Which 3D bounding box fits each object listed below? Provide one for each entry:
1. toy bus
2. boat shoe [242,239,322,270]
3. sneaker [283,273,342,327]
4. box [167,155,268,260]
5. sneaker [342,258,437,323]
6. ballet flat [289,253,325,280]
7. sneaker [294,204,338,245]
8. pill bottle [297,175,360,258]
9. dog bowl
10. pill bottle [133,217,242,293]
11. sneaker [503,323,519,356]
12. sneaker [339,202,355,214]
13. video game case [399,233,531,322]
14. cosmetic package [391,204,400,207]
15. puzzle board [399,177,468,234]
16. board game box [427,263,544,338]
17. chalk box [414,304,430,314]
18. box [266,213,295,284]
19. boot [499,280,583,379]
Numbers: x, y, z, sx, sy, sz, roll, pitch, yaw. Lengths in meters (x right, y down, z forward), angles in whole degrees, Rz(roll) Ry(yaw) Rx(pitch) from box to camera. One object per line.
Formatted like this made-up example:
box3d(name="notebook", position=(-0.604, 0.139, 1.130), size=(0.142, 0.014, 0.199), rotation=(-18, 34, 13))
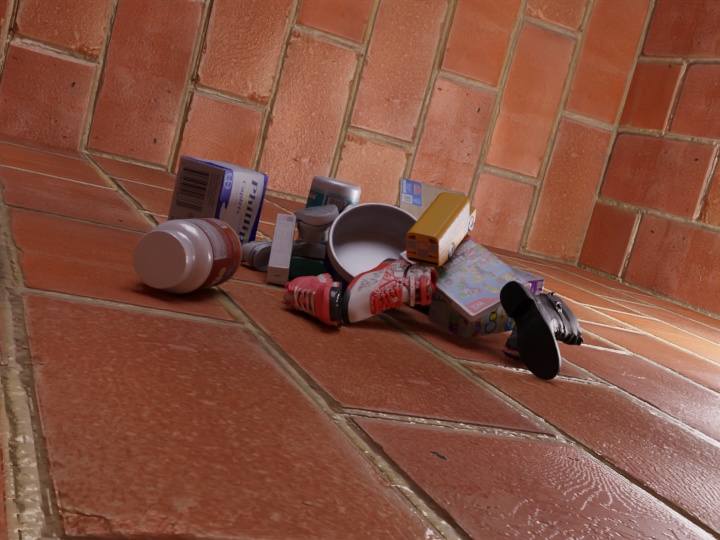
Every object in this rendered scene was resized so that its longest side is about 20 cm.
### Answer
box3d(name="toy bus", position=(0.147, -0.079, 1.647), size=(0.065, 0.079, 0.200), rotation=(11, 35, 23))
box3d(name="boat shoe", position=(-0.163, -0.033, 1.869), size=(0.070, 0.071, 0.200), rotation=(24, 18, 38))
box3d(name="sneaker", position=(-0.079, 0.050, 1.478), size=(0.086, 0.074, 0.200), rotation=(-1, 7, -11))
box3d(name="box", position=(-0.281, -0.118, 1.794), size=(0.105, 0.185, 0.200), rotation=(16, 8, 17))
box3d(name="sneaker", position=(0.055, 0.036, 1.540), size=(0.108, 0.067, 0.201), rotation=(11, 26, 27))
box3d(name="ballet flat", position=(-0.054, 0.007, 1.793), size=(0.199, 0.068, 0.068), rotation=(16, -1, 7))
box3d(name="sneaker", position=(-0.082, -0.088, 1.804), size=(0.073, 0.071, 0.200), rotation=(-16, 8, -11))
box3d(name="pill bottle", position=(-0.075, -0.100, 2.009), size=(0.110, 0.201, 0.111), rotation=(16, 8, -2))
box3d(name="dog bowl", position=(0.033, -0.027, 1.721), size=(0.199, 0.079, 0.201), rotation=(6, 53, -8))
box3d(name="pill bottle", position=(-0.266, -0.023, 1.408), size=(0.112, 0.113, 0.200), rotation=(16, 8, 11))
box3d(name="sneaker", position=(0.303, 0.111, 1.651), size=(0.077, 0.082, 0.200), rotation=(15, 9, 1))
box3d(name="sneaker", position=(0.011, -0.040, 1.925), size=(0.121, 0.200, 0.084), rotation=(32, 57, 31))
box3d(name="video game case", position=(0.185, 0.002, 1.641), size=(0.143, 0.017, 0.200), rotation=(-26, 49, -28))
box3d(name="cosmetic package", position=(0.114, -0.042, 2.017), size=(0.105, 0.071, 0.200), rotation=(16, -35, 29))
box3d(name="puzzle board", position=(0.152, -0.112, 1.922), size=(0.150, 0.017, 0.200), rotation=(13, 43, -9))
box3d(name="board game box", position=(0.239, 0.055, 1.740), size=(0.199, 0.103, 0.105), rotation=(-4, 20, -41))
box3d(name="chalk box", position=(0.162, 0.021, 1.876), size=(0.124, 0.125, 0.200), rotation=(9, 11, -38))
box3d(name="box", position=(-0.151, -0.044, 1.760), size=(0.041, 0.039, 0.200), rotation=(6, 32, -4))
box3d(name="boot", position=(0.330, 0.104, 1.561), size=(0.174, 0.069, 0.201), rotation=(18, 44, -44))
